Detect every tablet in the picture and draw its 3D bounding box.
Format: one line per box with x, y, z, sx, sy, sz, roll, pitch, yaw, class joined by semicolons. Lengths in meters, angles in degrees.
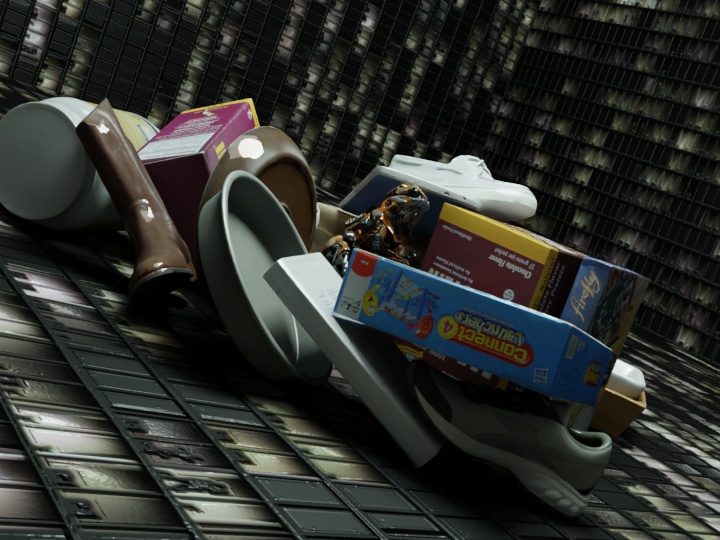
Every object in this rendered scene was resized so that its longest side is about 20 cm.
0.053;-0.077;1.093;0.128;0.014;0.200;19;-12;-11;tablet

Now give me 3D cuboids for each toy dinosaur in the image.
0.000;0.000;0.970;0.101;0.202;0.136;19;23;-29;toy dinosaur

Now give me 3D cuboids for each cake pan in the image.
-0.083;0.011;0.825;0.202;0.036;0.202;59;17;-29;cake pan

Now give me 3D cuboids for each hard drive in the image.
0.004;0.071;0.805;0.201;0.027;0.132;50;12;6;hard drive

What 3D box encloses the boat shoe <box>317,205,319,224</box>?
-0.091;-0.083;1.059;0.069;0.065;0.200;13;10;13;boat shoe

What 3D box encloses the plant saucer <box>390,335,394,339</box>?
0.006;0.060;1.192;0.197;0.030;0.200;21;7;-3;plant saucer

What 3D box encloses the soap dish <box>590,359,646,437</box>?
0.271;0.138;1.210;0.197;0.083;0.157;24;8;13;soap dish

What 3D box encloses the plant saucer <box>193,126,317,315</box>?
-0.097;-0.044;0.952;0.032;0.204;0.199;14;4;26;plant saucer

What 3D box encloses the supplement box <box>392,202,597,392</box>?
0.153;0.054;1.015;0.131;0.201;0.199;26;9;32;supplement box

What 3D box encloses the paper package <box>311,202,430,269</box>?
0.041;0.000;1.217;0.189;0.105;0.198;28;10;37;paper package

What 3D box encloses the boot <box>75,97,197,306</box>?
-0.226;-0.072;0.885;0.063;0.203;0.186;-24;2;-5;boot

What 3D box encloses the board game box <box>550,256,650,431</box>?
0.242;0.091;1.002;0.034;0.203;0.135;25;8;33;board game box

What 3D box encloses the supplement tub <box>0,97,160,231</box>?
-0.316;-0.118;1.060;0.142;0.147;0.200;23;7;12;supplement tub

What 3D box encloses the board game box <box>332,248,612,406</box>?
0.104;0.053;0.801;0.193;0.057;0.199;19;-2;26;board game box

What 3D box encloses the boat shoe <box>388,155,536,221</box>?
0.117;-0.103;1.092;0.197;0.070;0.072;7;-15;36;boat shoe

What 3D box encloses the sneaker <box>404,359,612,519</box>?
0.122;0.124;0.773;0.198;0.080;0.074;31;12;-12;sneaker

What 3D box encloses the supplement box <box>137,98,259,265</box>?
-0.181;-0.107;1.090;0.101;0.133;0.201;-7;26;15;supplement box
